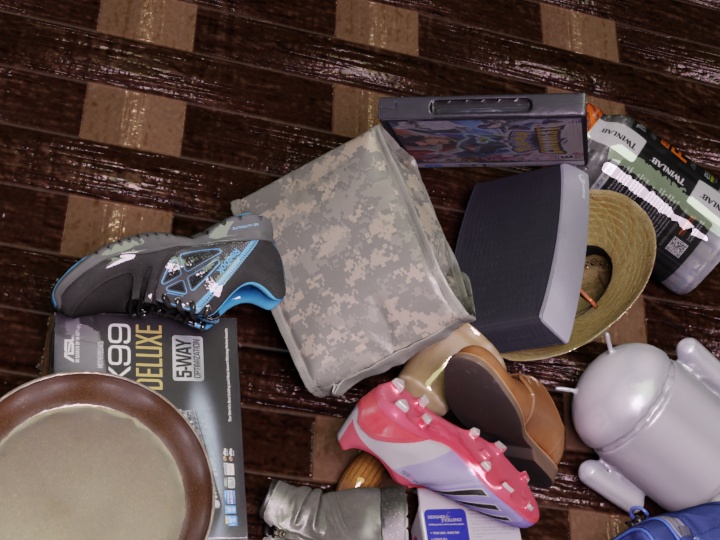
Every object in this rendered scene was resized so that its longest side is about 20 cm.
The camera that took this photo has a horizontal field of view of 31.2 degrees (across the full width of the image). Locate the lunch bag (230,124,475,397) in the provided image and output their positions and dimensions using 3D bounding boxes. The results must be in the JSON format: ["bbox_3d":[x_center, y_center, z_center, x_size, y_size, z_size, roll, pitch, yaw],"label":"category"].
[{"bbox_3d":[0.000,0.000,1.159,0.164,0.118,0.201,-27,66,14],"label":"lunch bag"}]

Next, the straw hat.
[{"bbox_3d":[0.212,0.025,1.269,0.085,0.200,0.202,46,46,-39],"label":"straw hat"}]

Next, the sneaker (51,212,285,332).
[{"bbox_3d":[-0.156,0.012,1.080,0.199,0.073,0.082,-16,74,-20],"label":"sneaker"}]

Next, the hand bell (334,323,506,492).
[{"bbox_3d":[0.034,0.140,1.161,0.104,0.104,0.200,38,69,4],"label":"hand bell"}]

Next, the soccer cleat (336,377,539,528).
[{"bbox_3d":[0.071,0.169,1.117,0.200,0.076,0.067,37,25,-23],"label":"soccer cleat"}]

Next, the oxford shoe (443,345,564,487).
[{"bbox_3d":[0.131,0.115,1.147,0.071,0.200,0.071,10,61,35],"label":"oxford shoe"}]

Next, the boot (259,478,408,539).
[{"bbox_3d":[-0.025,0.273,1.072,0.130,0.068,0.201,-1,67,-3],"label":"boot"}]

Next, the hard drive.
[{"bbox_3d":[0.150,-0.014,1.252,0.042,0.134,0.201,47,44,-41],"label":"hard drive"}]

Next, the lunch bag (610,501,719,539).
[{"bbox_3d":[0.285,0.296,1.117,0.132,0.136,0.201,-12,66,-26],"label":"lunch bag"}]

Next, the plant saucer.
[{"bbox_3d":[-0.213,0.175,0.991,0.199,0.032,0.201,8,60,-14],"label":"plant saucer"}]

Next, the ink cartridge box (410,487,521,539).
[{"bbox_3d":[0.099,0.273,1.123,0.094,0.037,0.201,2,63,-19],"label":"ink cartridge box"}]

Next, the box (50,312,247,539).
[{"bbox_3d":[-0.180,0.136,1.081,0.157,0.050,0.201,4,61,-17],"label":"box"}]

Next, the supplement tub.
[{"bbox_3d":[0.289,-0.077,1.340,0.200,0.123,0.123,36,56,2],"label":"supplement tub"}]

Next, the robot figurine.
[{"bbox_3d":[0.278,0.146,1.203,0.200,0.113,0.170,40,87,-9],"label":"robot figurine"}]

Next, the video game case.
[{"bbox_3d":[0.121,-0.128,1.208,0.180,0.200,0.026,0,83,11],"label":"video game case"}]
